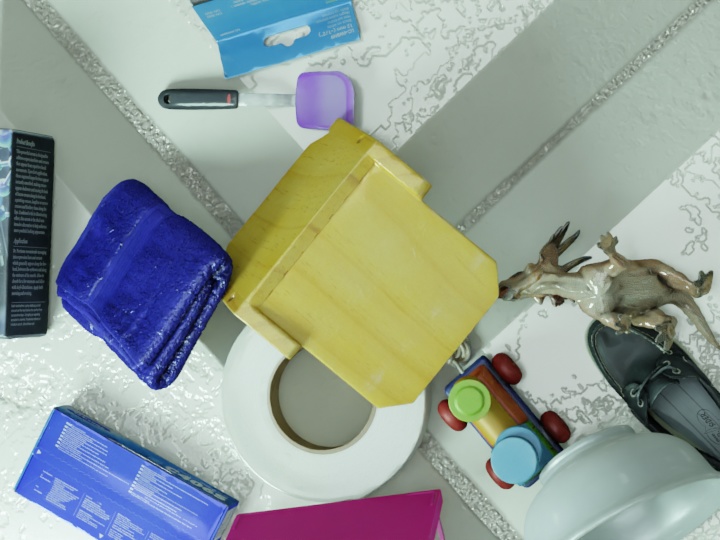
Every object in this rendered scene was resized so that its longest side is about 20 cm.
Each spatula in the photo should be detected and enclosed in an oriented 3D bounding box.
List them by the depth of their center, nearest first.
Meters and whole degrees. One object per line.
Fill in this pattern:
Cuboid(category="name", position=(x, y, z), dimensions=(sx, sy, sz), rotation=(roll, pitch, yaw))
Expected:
Cuboid(category="spatula", position=(-0.101, -0.164, 1.769), dimensions=(0.199, 0.021, 0.057), rotation=(2, 95, 13))

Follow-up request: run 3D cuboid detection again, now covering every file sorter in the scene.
Cuboid(category="file sorter", position=(-0.019, 0.297, 1.683), dimensions=(0.199, 0.139, 0.126), rotation=(-9, 110, 13))

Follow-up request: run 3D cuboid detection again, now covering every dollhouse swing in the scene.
Cuboid(category="dollhouse swing", position=(0.000, 0.000, 1.698), dimensions=(0.176, 0.182, 0.200), rotation=(38, 91, -22))

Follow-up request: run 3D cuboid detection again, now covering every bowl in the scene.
Cuboid(category="bowl", position=(0.220, 0.199, 1.627), dimensions=(0.201, 0.201, 0.091), rotation=(-32, 65, 10))

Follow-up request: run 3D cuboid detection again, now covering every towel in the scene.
Cuboid(category="towel", position=(-0.209, 0.008, 1.725), dimensions=(0.200, 0.049, 0.148), rotation=(35, 99, 47))

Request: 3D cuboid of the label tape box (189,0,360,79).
Cuboid(category="label tape box", position=(-0.094, -0.299, 1.746), dimensions=(0.143, 0.066, 0.201), rotation=(-15, 85, 12))

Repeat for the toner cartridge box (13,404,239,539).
Cuboid(category="toner cartridge box", position=(-0.227, 0.218, 1.785), dimensions=(0.200, 0.043, 0.095), rotation=(29, 95, 10))

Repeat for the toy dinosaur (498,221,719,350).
Cuboid(category="toy dinosaur", position=(0.233, 0.013, 1.665), dimensions=(0.199, 0.136, 0.086), rotation=(15, 93, -18))

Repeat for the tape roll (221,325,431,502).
Cuboid(category="tape roll", position=(-0.033, 0.120, 1.747), dimensions=(0.202, 0.037, 0.203), rotation=(0, 89, 12))

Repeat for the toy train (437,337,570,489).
Cuboid(category="toy train", position=(0.101, 0.111, 1.678), dimensions=(0.085, 0.116, 0.200), rotation=(-41, 82, 9))

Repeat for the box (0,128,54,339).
Cuboid(category="box", position=(-0.386, -0.037, 1.786), dimensions=(0.148, 0.107, 0.201), rotation=(2, 90, 13))

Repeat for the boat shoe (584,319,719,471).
Cuboid(category="boat shoe", position=(0.281, 0.114, 1.665), dimensions=(0.074, 0.066, 0.199), rotation=(-42, 82, 9))
